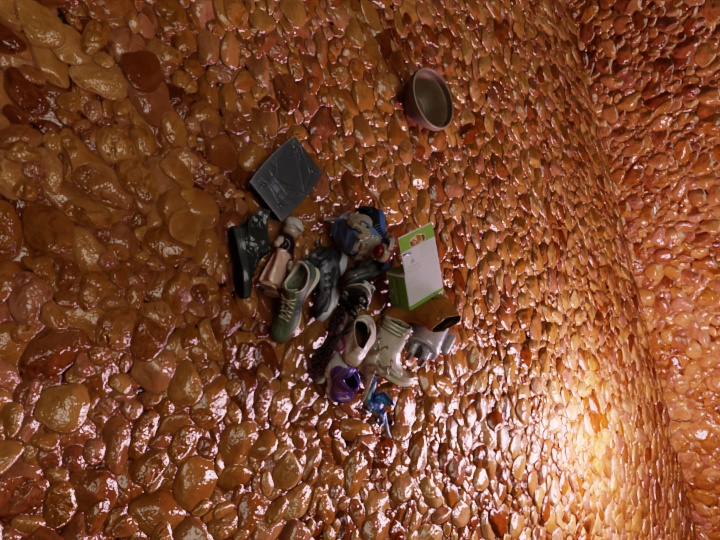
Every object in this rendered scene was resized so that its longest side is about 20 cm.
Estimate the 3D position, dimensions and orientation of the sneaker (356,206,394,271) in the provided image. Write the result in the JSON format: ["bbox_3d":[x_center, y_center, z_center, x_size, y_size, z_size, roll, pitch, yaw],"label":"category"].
[{"bbox_3d":[0.036,-0.091,1.486,0.077,0.070,0.203,8,54,-32],"label":"sneaker"}]

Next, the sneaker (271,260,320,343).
[{"bbox_3d":[-0.165,0.066,1.248,0.203,0.066,0.090,-64,159,-13],"label":"sneaker"}]

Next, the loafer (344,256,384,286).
[{"bbox_3d":[0.000,0.000,1.435,0.064,0.071,0.199,62,22,7],"label":"loafer"}]

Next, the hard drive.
[{"bbox_3d":[-0.190,-0.229,1.341,0.136,0.042,0.201,51,52,-23],"label":"hard drive"}]

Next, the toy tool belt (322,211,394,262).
[{"bbox_3d":[-0.014,-0.086,1.374,0.121,0.200,0.127,14,108,-39],"label":"toy tool belt"}]

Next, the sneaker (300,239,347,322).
[{"bbox_3d":[-0.107,0.022,1.349,0.113,0.075,0.203,32,59,-29],"label":"sneaker"}]

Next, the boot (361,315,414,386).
[{"bbox_3d":[0.102,0.221,1.454,0.198,0.072,0.156,30,95,-30],"label":"boot"}]

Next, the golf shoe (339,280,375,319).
[{"bbox_3d":[-0.003,0.056,1.353,0.077,0.200,0.088,40,72,1],"label":"golf shoe"}]

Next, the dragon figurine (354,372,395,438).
[{"bbox_3d":[0.050,0.358,1.424,0.200,0.059,0.100,48,61,-16],"label":"dragon figurine"}]

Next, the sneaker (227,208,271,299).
[{"bbox_3d":[-0.247,-0.040,1.240,0.103,0.060,0.204,-6,83,-39],"label":"sneaker"}]

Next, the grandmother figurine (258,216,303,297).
[{"bbox_3d":[-0.187,-0.043,1.284,0.059,0.122,0.203,15,64,5],"label":"grandmother figurine"}]

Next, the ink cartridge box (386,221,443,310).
[{"bbox_3d":[0.143,-0.016,1.456,0.146,0.075,0.204,-25,112,-37],"label":"ink cartridge box"}]

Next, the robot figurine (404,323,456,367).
[{"bbox_3d":[0.196,0.180,1.562,0.167,0.113,0.202,28,58,2],"label":"robot figurine"}]

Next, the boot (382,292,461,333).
[{"bbox_3d":[0.168,0.129,1.477,0.197,0.145,0.072,-21,120,-4],"label":"boot"}]

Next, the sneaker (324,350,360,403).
[{"bbox_3d":[-0.038,0.280,1.302,0.081,0.083,0.202,-49,155,-25],"label":"sneaker"}]

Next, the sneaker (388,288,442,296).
[{"bbox_3d":[0.163,0.022,1.586,0.197,0.083,0.124,6,73,-36],"label":"sneaker"}]

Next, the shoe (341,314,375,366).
[{"bbox_3d":[0.006,0.158,1.299,0.069,0.054,0.201,27,27,-1],"label":"shoe"}]

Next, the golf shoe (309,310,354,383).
[{"bbox_3d":[-0.058,0.206,1.353,0.092,0.072,0.202,46,54,-27],"label":"golf shoe"}]

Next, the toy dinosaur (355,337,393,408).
[{"bbox_3d":[0.031,0.247,1.377,0.058,0.099,0.205,18,69,-68],"label":"toy dinosaur"}]

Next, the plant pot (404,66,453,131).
[{"bbox_3d":[0.207,-0.544,1.735,0.198,0.092,0.206,11,74,-41],"label":"plant pot"}]
